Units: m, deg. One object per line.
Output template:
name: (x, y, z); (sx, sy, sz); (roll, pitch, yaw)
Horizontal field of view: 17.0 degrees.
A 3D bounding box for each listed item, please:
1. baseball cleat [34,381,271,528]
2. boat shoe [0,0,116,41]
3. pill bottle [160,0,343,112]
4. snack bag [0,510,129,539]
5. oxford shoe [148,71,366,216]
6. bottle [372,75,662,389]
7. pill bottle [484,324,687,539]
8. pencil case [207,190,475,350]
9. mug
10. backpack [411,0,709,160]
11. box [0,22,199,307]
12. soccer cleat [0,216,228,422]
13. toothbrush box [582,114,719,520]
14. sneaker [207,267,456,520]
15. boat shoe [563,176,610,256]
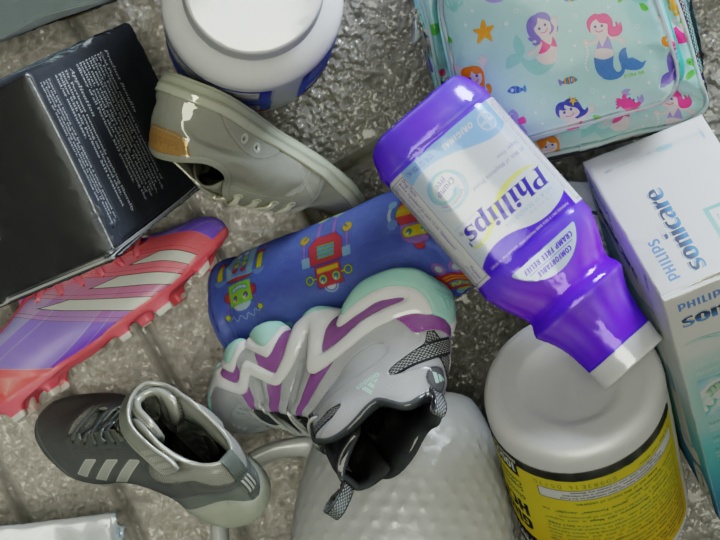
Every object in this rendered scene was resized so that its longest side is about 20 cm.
baseball cleat: (-0.143, 0.099, 1.539); (0.070, 0.199, 0.107); (-55, 140, -28)
boat shoe: (-0.203, -0.188, 1.550); (0.200, 0.091, 0.071); (-8, 99, 29)
pill bottle: (-0.067, -0.161, 1.474); (0.112, 0.200, 0.113); (0, 87, -3)
snack bag: (-0.243, 0.260, 1.588); (0.199, 0.021, 0.189); (-6, 98, 1)
oxford shoe: (-0.068, -0.064, 1.518); (0.075, 0.200, 0.058); (18, 83, 38)
bottle: (0.096, -0.019, 1.429); (0.083, 0.065, 0.200); (-40, 86, -4)
pill bottle: (0.147, 0.126, 1.526); (0.112, 0.113, 0.200); (-15, 140, 3)
pencil case: (0.000, 0.000, 1.537); (0.199, 0.087, 0.078); (-20, 68, 28)
mug: (0.002, 0.169, 1.557); (0.199, 0.148, 0.176); (1, 77, 7)
backpack: (0.118, -0.172, 1.510); (0.177, 0.151, 0.201); (-13, 93, 8)
box: (-0.228, -0.047, 1.484); (0.199, 0.197, 0.124); (-23, 97, 17)
soccer cleat: (-0.178, 0.018, 1.581); (0.200, 0.067, 0.077); (-38, 91, 8)
toothbrush box: (0.217, 0.030, 1.493); (0.085, 0.147, 0.200); (-22, 129, 0)
sneaker: (-0.023, 0.095, 1.478); (0.078, 0.140, 0.200); (26, 138, -34)
boat shoe: (0.137, -0.027, 1.563); (0.199, 0.074, 0.067); (4, 96, -1)
